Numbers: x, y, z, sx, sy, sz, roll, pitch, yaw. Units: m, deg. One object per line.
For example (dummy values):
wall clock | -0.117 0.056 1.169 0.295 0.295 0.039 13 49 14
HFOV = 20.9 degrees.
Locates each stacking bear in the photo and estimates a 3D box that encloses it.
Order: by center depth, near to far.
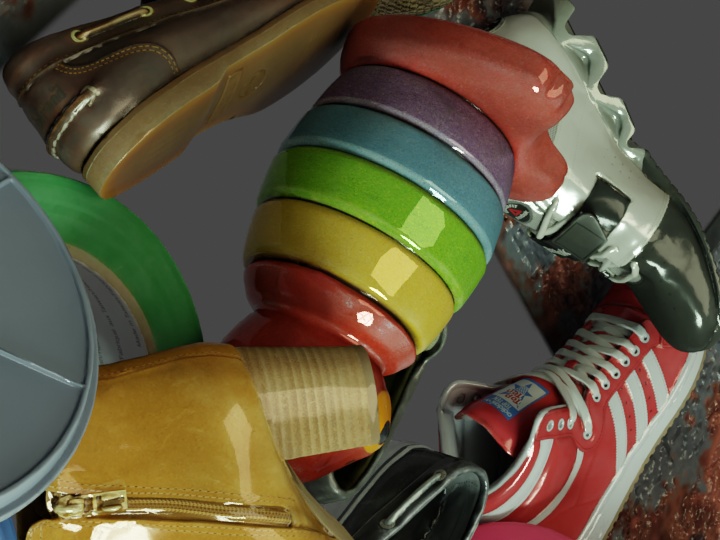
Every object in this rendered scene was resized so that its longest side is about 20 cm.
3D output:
stacking bear | 0.000 0.000 0.847 0.200 0.113 0.122 -62 166 -19

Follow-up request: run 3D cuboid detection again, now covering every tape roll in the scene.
tape roll | -0.152 0.058 0.791 0.200 0.048 0.201 -7 101 -43

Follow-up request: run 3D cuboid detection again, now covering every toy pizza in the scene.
toy pizza | -0.184 0.011 0.671 0.200 0.032 0.201 22 42 -22

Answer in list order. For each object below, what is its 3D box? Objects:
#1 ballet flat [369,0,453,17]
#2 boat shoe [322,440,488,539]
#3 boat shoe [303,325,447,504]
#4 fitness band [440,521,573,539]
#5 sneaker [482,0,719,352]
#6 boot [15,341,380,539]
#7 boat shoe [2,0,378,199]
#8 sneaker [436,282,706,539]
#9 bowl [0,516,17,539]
ballet flat | 0.012 -0.214 0.896 0.068 0.075 0.201 -34 118 -52
boat shoe | -0.004 0.169 0.933 0.200 0.068 0.072 -52 127 -26
boat shoe | 0.012 0.021 0.932 0.072 0.066 0.201 37 70 -40
fitness band | 0.053 0.213 0.941 0.200 0.143 0.037 -55 140 -21
sneaker | 0.108 -0.035 0.998 0.088 0.074 0.200 -30 88 -22
boot | -0.060 0.126 0.768 0.143 0.071 0.202 -8 101 -13
boat shoe | -0.068 -0.100 0.837 0.070 0.070 0.200 44 38 10
sneaker | 0.112 0.056 1.029 0.112 0.071 0.200 41 69 -42
bowl | -0.217 0.125 0.689 0.200 0.039 0.201 -3 98 -19
